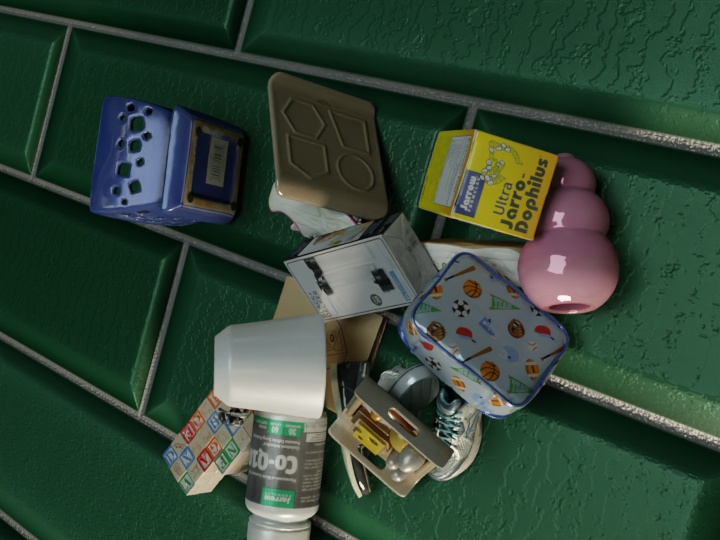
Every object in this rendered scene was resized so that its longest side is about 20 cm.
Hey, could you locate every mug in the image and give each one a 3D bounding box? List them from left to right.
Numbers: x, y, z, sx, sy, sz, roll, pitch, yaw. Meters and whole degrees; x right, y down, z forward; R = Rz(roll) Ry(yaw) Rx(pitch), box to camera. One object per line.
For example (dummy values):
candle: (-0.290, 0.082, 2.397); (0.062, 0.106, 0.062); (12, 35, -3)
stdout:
mug: (-0.135, 0.143, 1.342); (0.187, 0.153, 0.150); (112, 157, -65)

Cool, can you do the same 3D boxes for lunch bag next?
lunch bag: (0.161, 0.081, 1.179); (0.200, 0.160, 0.076); (40, 151, 3)

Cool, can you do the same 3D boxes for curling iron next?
curling iron: (-0.168, 0.188, 1.406); (0.049, 0.200, 0.026); (3, 105, 10)

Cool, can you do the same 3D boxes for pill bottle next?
pill bottle: (-0.113, 0.307, 1.395); (0.113, 0.113, 0.201); (3, 87, 36)

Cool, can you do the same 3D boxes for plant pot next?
plant pot: (-0.310, -0.175, 1.549); (0.179, 0.200, 0.201); (6, 88, 29)

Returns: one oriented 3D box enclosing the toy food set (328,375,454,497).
toy food set: (0.030, 0.227, 1.215); (0.143, 0.060, 0.200); (40, 153, 6)

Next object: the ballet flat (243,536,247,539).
ballet flat: (-0.103, 0.445, 1.401); (0.200, 0.057, 0.067); (6, 103, 38)

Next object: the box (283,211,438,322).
box: (0.000, 0.000, 1.305); (0.200, 0.060, 0.117); (-12, 117, 43)

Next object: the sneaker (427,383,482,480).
sneaker: (0.125, 0.190, 1.250); (0.078, 0.086, 0.200); (28, 101, 36)

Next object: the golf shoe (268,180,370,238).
golf shoe: (-0.047, -0.076, 1.373); (0.200, 0.075, 0.092); (39, 116, -10)

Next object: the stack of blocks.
stack of blocks: (-0.225, 0.277, 1.513); (0.200, 0.059, 0.115); (-51, 59, 20)

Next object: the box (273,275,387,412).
box: (-0.062, 0.114, 1.436); (0.200, 0.021, 0.164); (23, 99, 36)

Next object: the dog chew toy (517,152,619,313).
dog chew toy: (0.259, -0.050, 1.166); (0.124, 0.124, 0.201); (-10, 71, 35)

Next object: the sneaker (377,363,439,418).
sneaker: (0.052, 0.164, 1.263); (0.200, 0.073, 0.071); (110, 139, -59)

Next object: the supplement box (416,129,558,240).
supplement box: (0.155, -0.112, 1.186); (0.200, 0.109, 0.109); (-136, 62, -78)

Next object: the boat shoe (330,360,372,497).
boat shoe: (-0.001, 0.230, 1.345); (0.067, 0.072, 0.201); (-8, 94, -5)

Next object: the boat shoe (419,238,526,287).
boat shoe: (0.140, -0.007, 1.272); (0.200, 0.071, 0.070); (6, 101, 39)

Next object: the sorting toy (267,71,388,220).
sorting toy: (-0.050, -0.176, 1.345); (0.036, 0.185, 0.201); (-36, 50, 47)
